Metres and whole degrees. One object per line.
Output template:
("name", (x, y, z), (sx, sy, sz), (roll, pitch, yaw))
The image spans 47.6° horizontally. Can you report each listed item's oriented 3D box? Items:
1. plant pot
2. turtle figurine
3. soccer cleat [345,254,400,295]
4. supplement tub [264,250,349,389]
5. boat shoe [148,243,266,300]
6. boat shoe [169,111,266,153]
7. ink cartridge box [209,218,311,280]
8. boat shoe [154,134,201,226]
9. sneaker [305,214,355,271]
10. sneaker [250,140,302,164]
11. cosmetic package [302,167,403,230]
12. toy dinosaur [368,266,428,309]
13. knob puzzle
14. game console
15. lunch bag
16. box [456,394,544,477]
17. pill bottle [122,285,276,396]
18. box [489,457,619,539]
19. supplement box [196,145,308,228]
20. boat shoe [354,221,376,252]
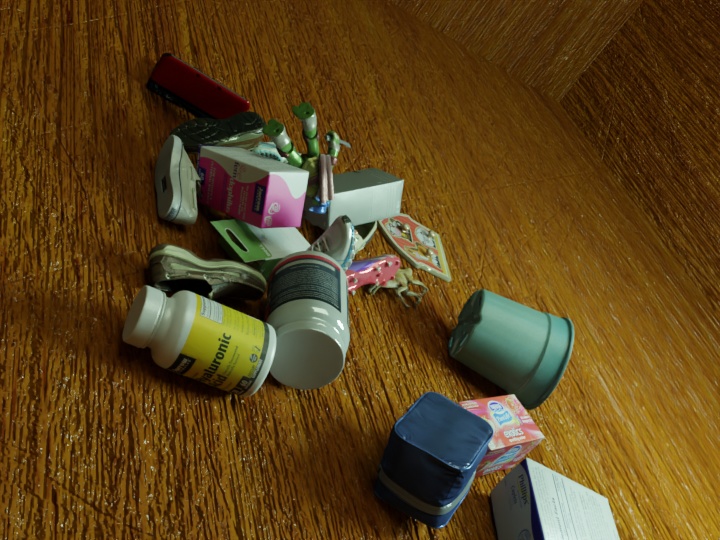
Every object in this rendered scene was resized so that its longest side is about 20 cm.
("plant pot", (0.294, 0.144, 1.643), (0.194, 0.202, 0.201), (27, 30, -7))
("turtle figurine", (-0.113, -0.223, 1.536), (0.195, 0.141, 0.203), (69, 21, -47))
("soccer cleat", (0.000, 0.000, 1.587), (0.076, 0.068, 0.198), (36, 38, 29))
("supplement tub", (-0.086, 0.077, 1.317), (0.139, 0.141, 0.202), (28, 30, -20))
("boat shoe", (-0.241, 0.025, 1.292), (0.199, 0.075, 0.076), (15, 50, -28))
("boat shoe", (-0.278, -0.255, 1.613), (0.197, 0.074, 0.076), (-14, 57, -27))
("ink cartridge box", (-0.181, -0.039, 1.450), (0.104, 0.060, 0.199), (48, 29, 19))
("boat shoe", (-0.318, -0.157, 1.447), (0.069, 0.071, 0.202), (24, 34, -36))
("sneaker", (-0.076, -0.015, 1.409), (0.085, 0.201, 0.076), (6, 42, -32))
("sneaker", (-0.163, -0.240, 1.740), (0.198, 0.078, 0.087), (11, 36, -42))
("cosmetic package", (-0.019, -0.149, 1.692), (0.198, 0.092, 0.106), (-13, 29, -39))
("toy dinosaur", (0.093, 0.022, 1.697), (0.101, 0.058, 0.199), (45, 29, 13))
("knob puzzle", (0.124, -0.077, 1.902), (0.217, 0.031, 0.221), (29, 31, -19))
("game console", (-0.330, -0.390, 1.704), (0.198, 0.119, 0.174), (29, 30, -20))
("lunch bag", (0.112, 0.293, 1.265), (0.134, 0.134, 0.199), (28, 23, 19))
("box", (0.221, 0.289, 1.427), (0.198, 0.096, 0.100), (5, 43, -50))
("pill bottle", (-0.227, 0.096, 1.153), (0.198, 0.112, 0.112), (25, 32, -25))
("box", (0.325, 0.442, 1.336), (0.198, 0.105, 0.185), (29, 30, -20))
("supplement box", (-0.198, -0.151, 1.456), (0.198, 0.103, 0.102), (22, 18, 36))
("boat shoe", (-0.024, -0.062, 1.671), (0.071, 0.063, 0.200), (45, 30, 6))
